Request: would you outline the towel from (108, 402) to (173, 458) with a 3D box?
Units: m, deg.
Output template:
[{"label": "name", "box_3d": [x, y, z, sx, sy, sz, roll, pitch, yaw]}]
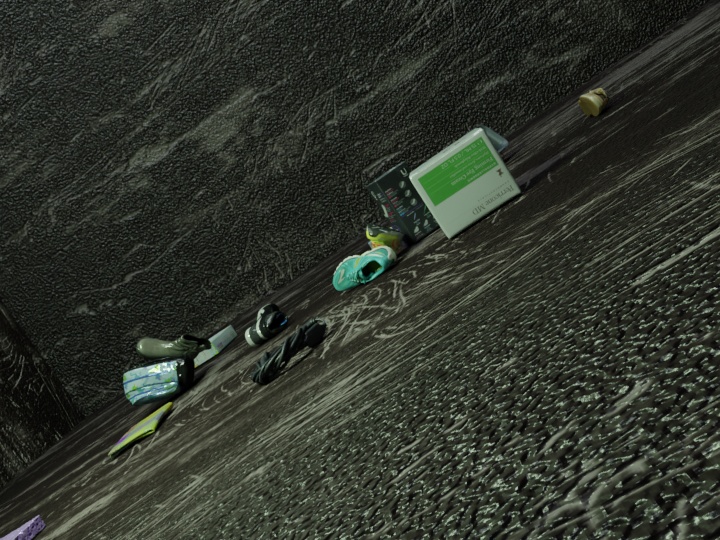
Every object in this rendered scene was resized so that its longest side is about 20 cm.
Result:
[{"label": "towel", "box_3d": [-0.556, 0.406, 1.908, 0.143, 0.023, 0.200, -33, 7, 3]}]

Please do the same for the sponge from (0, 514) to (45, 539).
[{"label": "sponge", "box_3d": [-0.741, 0.576, 1.509, 0.199, 0.030, 0.112, -32, 6, 15]}]

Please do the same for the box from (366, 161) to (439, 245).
[{"label": "box", "box_3d": [0.120, -0.180, 2.036, 0.106, 0.201, 0.122, -35, 6, -11]}]

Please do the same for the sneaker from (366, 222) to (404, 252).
[{"label": "sneaker", "box_3d": [0.062, -0.068, 1.940, 0.200, 0.078, 0.091, 14, -86, -69]}]

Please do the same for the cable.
[{"label": "cable", "box_3d": [-0.161, 0.166, 1.520, 0.163, 0.051, 0.200, -30, 8, 35]}]

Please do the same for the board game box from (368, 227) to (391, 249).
[{"label": "board game box", "box_3d": [0.101, -0.114, 2.427, 0.134, 0.034, 0.200, -35, 6, -5]}]

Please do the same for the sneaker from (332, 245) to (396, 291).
[{"label": "sneaker", "box_3d": [0.000, 0.000, 1.892, 0.199, 0.078, 0.080, -30, 16, 34]}]

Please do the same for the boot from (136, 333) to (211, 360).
[{"label": "boot", "box_3d": [-0.560, 0.221, 2.252, 0.199, 0.068, 0.130, 17, -40, -37]}]

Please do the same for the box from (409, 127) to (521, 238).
[{"label": "box", "box_3d": [0.236, -0.203, 1.724, 0.198, 0.172, 0.200, -33, 7, 9]}]

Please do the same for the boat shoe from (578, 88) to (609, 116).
[{"label": "boat shoe", "box_3d": [0.663, -0.481, 2.102, 0.069, 0.074, 0.200, -38, 4, 13]}]

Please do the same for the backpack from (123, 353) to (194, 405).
[{"label": "backpack", "box_3d": [-0.602, 0.324, 2.213, 0.198, 0.155, 0.163, 1, -7, -4]}]

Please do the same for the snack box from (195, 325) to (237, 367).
[{"label": "snack box", "box_3d": [-0.544, 0.280, 2.712, 0.142, 0.053, 0.200, -31, 6, 16]}]

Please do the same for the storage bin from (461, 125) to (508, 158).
[{"label": "storage bin", "box_3d": [0.401, -0.379, 2.530, 0.200, 0.145, 0.135, -41, -18, -47]}]

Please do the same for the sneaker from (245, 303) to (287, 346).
[{"label": "sneaker", "box_3d": [-0.244, 0.141, 2.135, 0.111, 0.073, 0.200, -28, 16, 24]}]
